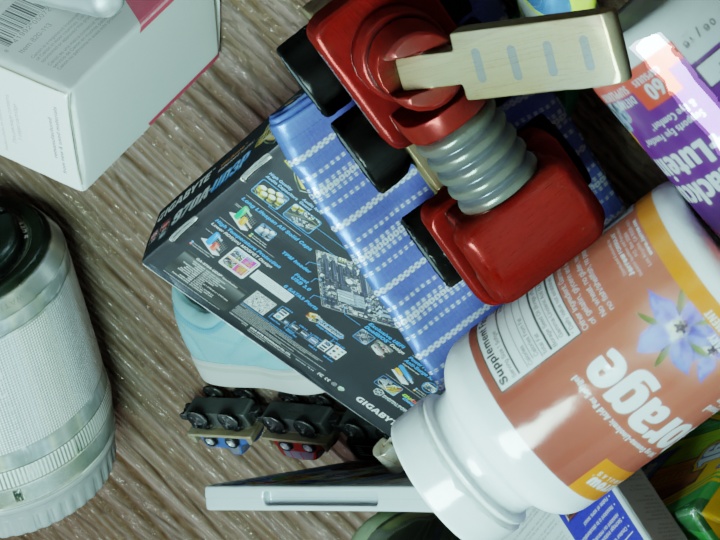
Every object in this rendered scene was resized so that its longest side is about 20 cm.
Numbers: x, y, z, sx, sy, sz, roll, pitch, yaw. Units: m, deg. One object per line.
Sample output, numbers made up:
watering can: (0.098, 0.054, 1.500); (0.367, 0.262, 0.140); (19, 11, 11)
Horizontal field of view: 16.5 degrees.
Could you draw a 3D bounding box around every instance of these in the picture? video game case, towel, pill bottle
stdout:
video game case: (0.022, 0.134, 1.542); (0.200, 0.143, 0.018); (-4, 91, 42)
towel: (0.058, -0.041, 1.327); (0.200, 0.145, 0.024); (56, 173, -17)
pill bottle: (0.118, 0.054, 1.284); (0.200, 0.112, 0.112); (-39, 98, 15)
pill bottle: (0.210, -0.063, 1.223); (0.200, 0.111, 0.111); (49, 140, -7)

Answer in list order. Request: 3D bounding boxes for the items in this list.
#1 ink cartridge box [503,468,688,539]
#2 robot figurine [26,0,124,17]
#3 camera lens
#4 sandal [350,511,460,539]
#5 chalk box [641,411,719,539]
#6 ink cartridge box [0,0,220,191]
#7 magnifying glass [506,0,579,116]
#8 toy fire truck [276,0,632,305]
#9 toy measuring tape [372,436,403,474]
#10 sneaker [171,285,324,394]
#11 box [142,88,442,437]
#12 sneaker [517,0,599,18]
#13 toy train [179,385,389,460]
ink cartridge box: (0.128, 0.154, 1.351); (0.095, 0.037, 0.200); (-54, 51, 34)
robot figurine: (-0.154, -0.227, 1.377); (0.200, 0.113, 0.170); (8, 99, 34)
camera lens: (-0.259, 0.061, 1.687); (0.160, 0.160, 0.200); (12, 132, 32)
sandal: (0.025, 0.173, 1.560); (0.057, 0.080, 0.201); (20, 177, 23)
chalk box: (0.183, 0.167, 1.442); (0.200, 0.125, 0.124); (-23, 109, 47)
ink cartridge box: (-0.204, -0.152, 1.461); (0.200, 0.147, 0.083); (24, 142, 22)
magnifying glass: (0.078, -0.152, 1.328); (0.080, 0.022, 0.200); (18, 136, 28)
toy fire truck: (0.067, -0.070, 1.205); (0.176, 0.129, 0.200); (54, 179, -18)
toy measuring tape: (0.096, 0.095, 1.445); (0.200, 0.074, 0.074); (-24, 109, 23)
sneaker: (-0.048, 0.027, 1.549); (0.200, 0.074, 0.082); (-7, 122, 41)
box: (0.000, 0.000, 1.403); (0.200, 0.046, 0.159); (36, 134, -18)
sneaker: (0.064, -0.192, 1.230); (0.105, 0.076, 0.200); (-9, 119, -8)
toy train: (-0.039, 0.104, 1.645); (0.200, 0.034, 0.046); (2, 138, 38)
